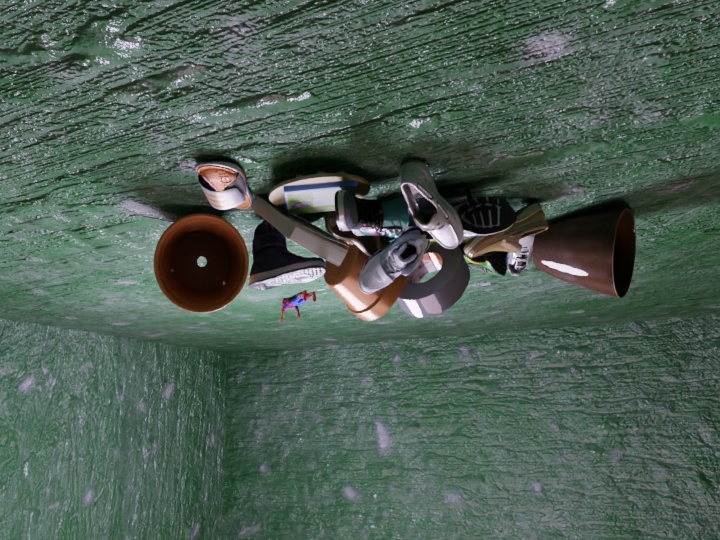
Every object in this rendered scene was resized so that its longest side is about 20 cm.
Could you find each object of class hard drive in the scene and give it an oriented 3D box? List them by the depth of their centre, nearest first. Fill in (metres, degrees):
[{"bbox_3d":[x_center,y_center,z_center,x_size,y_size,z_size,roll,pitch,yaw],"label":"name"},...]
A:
[{"bbox_3d":[0.138,-0.127,1.134,0.192,0.034,0.139,-7,164,20],"label":"hard drive"}]

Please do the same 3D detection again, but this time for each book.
[{"bbox_3d":[-0.126,-0.083,1.132,0.132,0.049,0.198,37,-173,31],"label":"book"}]

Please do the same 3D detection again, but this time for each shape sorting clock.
[{"bbox_3d":[-0.077,-0.149,1.017,0.191,0.041,0.200,-7,167,-2],"label":"shape sorting clock"}]

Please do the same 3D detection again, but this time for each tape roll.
[{"bbox_3d":[0.168,0.015,1.324,0.194,0.205,0.067,-11,132,32],"label":"tape roll"}]

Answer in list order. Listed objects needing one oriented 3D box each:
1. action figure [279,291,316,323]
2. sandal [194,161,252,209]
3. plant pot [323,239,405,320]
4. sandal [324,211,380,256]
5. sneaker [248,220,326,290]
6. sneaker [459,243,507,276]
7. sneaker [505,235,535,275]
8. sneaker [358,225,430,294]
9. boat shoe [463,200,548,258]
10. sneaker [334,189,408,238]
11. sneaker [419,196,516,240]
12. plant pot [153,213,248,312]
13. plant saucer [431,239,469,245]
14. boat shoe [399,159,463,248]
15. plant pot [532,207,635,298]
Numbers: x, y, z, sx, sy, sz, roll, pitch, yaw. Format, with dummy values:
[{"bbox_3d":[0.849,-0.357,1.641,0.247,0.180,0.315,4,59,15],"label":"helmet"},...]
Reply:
[{"bbox_3d":[-0.239,0.142,1.986,0.063,0.103,0.197,11,164,-35],"label":"action figure"},{"bbox_3d":[-0.243,-0.139,1.002,0.076,0.062,0.207,-3,165,5],"label":"sandal"},{"bbox_3d":[0.000,0.000,1.322,0.138,0.207,0.197,29,151,-32],"label":"plant pot"},{"bbox_3d":[-0.019,-0.087,1.190,0.053,0.084,0.197,-1,166,39],"label":"sandal"},{"bbox_3d":[-0.161,-0.047,1.181,0.195,0.152,0.077,-9,158,26],"label":"sneaker"},{"bbox_3d":[0.318,-0.037,1.429,0.195,0.081,0.084,20,163,-32],"label":"sneaker"},{"bbox_3d":[0.409,-0.048,1.357,0.069,0.075,0.201,-2,157,6],"label":"sneaker"},{"bbox_3d":[0.065,-0.016,1.148,0.198,0.076,0.115,-39,-178,15],"label":"sneaker"},{"bbox_3d":[0.309,-0.069,1.122,0.195,0.078,0.072,-29,170,-7],"label":"boat shoe"},{"bbox_3d":[0.028,-0.103,0.980,0.116,0.088,0.199,-5,177,15],"label":"sneaker"},{"bbox_3d":[0.216,-0.097,1.069,0.194,0.077,0.080,-2,174,35],"label":"sneaker"},{"bbox_3d":[-0.350,-0.018,1.195,0.192,0.209,0.140,3,-178,-17],"label":"plant pot"},{"bbox_3d":[0.227,-0.084,1.226,0.191,0.033,0.200,-6,177,0],"label":"plant saucer"},{"bbox_3d":[0.124,-0.102,0.982,0.069,0.071,0.201,-15,129,37],"label":"boat shoe"},{"bbox_3d":[0.503,-0.046,1.233,0.195,0.195,0.184,6,174,41],"label":"plant pot"}]
